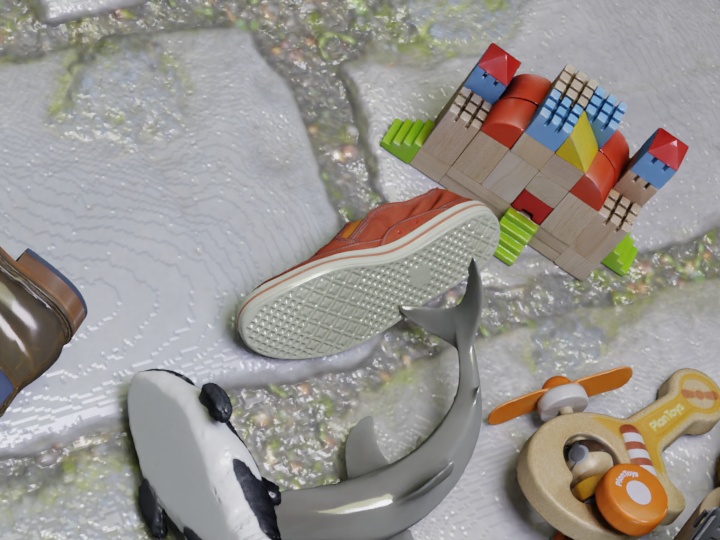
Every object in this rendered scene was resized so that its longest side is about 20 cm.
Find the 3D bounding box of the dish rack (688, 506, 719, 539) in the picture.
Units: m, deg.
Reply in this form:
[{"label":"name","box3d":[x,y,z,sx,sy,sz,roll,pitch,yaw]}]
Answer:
[{"label":"dish rack","box3d":[0.238,0.230,1.240,0.152,0.201,0.055,17,37,-14]}]

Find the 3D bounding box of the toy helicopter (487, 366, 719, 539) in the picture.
[{"label":"toy helicopter","box3d":[0.174,0.111,1.360,0.132,0.079,0.200,46,45,16]}]

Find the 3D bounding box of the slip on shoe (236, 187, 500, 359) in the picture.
[{"label":"slip on shoe","box3d":[0.000,0.000,1.344,0.199,0.074,0.061,-27,41,-26]}]

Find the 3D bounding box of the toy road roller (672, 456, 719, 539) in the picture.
[{"label":"toy road roller","box3d":[0.274,0.152,1.343,0.199,0.123,0.147,-5,52,-29]}]

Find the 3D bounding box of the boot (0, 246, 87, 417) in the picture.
[{"label":"boot","box3d":[-0.268,0.006,1.213,0.199,0.075,0.097,32,53,-7]}]

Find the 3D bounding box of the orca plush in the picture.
[{"label":"orca plush","box3d":[-0.068,0.125,1.209,0.071,0.106,0.200,6,15,-39]}]

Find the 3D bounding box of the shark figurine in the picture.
[{"label":"shark figurine","box3d":[0.044,0.108,1.271,0.128,0.089,0.215,40,67,-3]}]

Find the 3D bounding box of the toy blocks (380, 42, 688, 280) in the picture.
[{"label":"toy blocks","box3d":[0.130,-0.082,1.393,0.199,0.137,0.100,34,56,-2]}]
